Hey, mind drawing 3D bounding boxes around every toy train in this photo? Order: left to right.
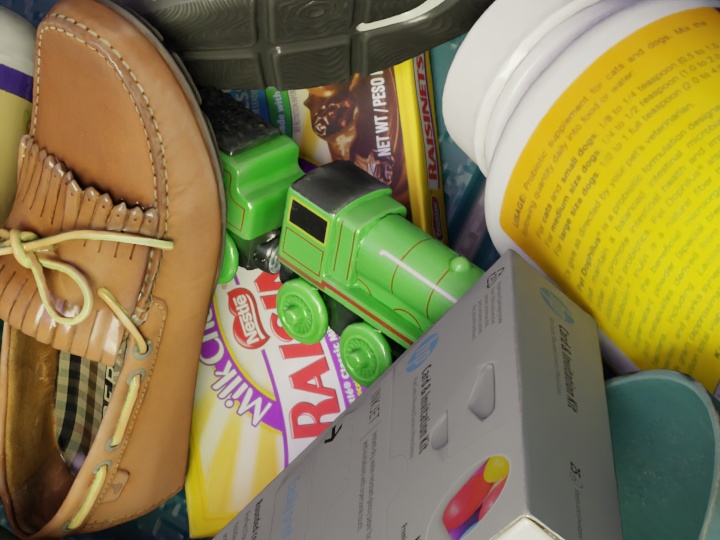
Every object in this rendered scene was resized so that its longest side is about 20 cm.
[{"bbox_3d":[0.000,0.000,0.855,0.200,0.042,0.057,33,130,30],"label":"toy train"}]

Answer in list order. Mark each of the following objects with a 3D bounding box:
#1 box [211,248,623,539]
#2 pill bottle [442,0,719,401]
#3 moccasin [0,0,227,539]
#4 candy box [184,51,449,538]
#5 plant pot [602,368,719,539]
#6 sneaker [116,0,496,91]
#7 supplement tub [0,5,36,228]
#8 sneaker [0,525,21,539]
[{"bbox_3d":[-0.011,0.102,0.747,0.041,0.156,0.200,39,110,-15],"label":"box"},{"bbox_3d":[0.113,-0.010,0.817,0.109,0.109,0.200,-51,56,12],"label":"pill bottle"},{"bbox_3d":[-0.093,0.004,0.860,0.074,0.078,0.202,37,135,27],"label":"moccasin"},{"bbox_3d":[-0.020,-0.011,0.922,0.102,0.026,0.201,-7,87,23],"label":"candy box"},{"bbox_3d":[0.074,0.147,0.731,0.135,0.200,0.200,40,103,-14],"label":"plant pot"},{"bbox_3d":[0.006,-0.135,0.878,0.200,0.076,0.116,-16,69,-8],"label":"sneaker"},{"bbox_3d":[-0.193,0.000,0.910,0.145,0.145,0.201,9,87,19],"label":"supplement tub"},{"bbox_3d":[-0.064,0.124,0.891,0.200,0.074,0.085,38,87,-21],"label":"sneaker"}]
